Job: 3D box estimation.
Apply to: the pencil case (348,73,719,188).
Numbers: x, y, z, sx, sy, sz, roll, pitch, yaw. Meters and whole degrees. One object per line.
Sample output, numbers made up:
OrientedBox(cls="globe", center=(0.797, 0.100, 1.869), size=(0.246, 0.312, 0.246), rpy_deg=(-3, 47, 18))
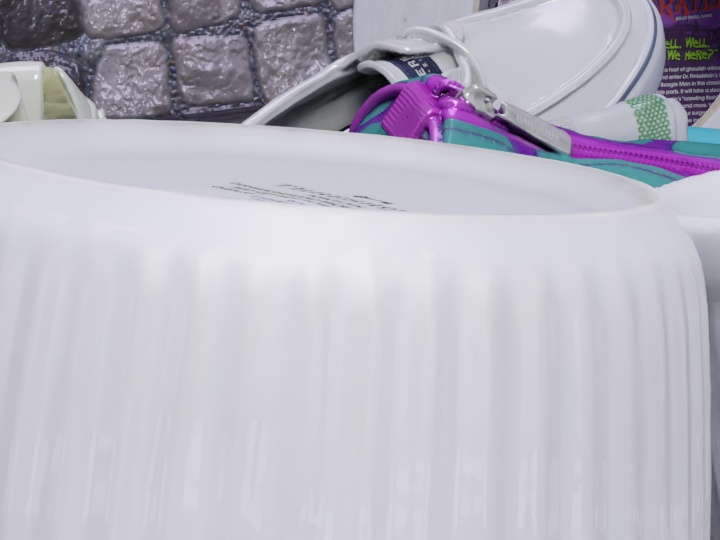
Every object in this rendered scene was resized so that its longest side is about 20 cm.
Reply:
OrientedBox(cls="pencil case", center=(0.096, -0.003, 0.821), size=(0.199, 0.093, 0.085), rpy_deg=(6, 35, -13))

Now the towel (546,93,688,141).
OrientedBox(cls="towel", center=(0.000, 0.000, 0.959), size=(0.199, 0.031, 0.149), rpy_deg=(-8, -35, -18))

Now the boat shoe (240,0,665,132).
OrientedBox(cls="boat shoe", center=(0.021, -0.049, 0.992), size=(0.200, 0.074, 0.065), rpy_deg=(-35, -29, -13))

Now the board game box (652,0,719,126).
OrientedBox(cls="board game box", center=(0.183, -0.064, 1.199), size=(0.199, 0.120, 0.032), rpy_deg=(-2, 14, -14))

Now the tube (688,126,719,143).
OrientedBox(cls="tube", center=(0.179, -0.021, 1.045), size=(0.199, 0.078, 0.051), rpy_deg=(7, 52, 7))

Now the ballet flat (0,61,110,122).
OrientedBox(cls="ballet flat", center=(-0.118, -0.041, 1.013), size=(0.071, 0.072, 0.200), rpy_deg=(-6, 11, 5))

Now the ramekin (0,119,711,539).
OrientedBox(cls="ramekin", center=(-0.015, 0.027, 0.637), size=(0.199, 0.105, 0.200), rpy_deg=(5, 9, -1))

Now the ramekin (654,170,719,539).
OrientedBox(cls="ramekin", center=(0.168, 0.020, 0.698), size=(0.200, 0.098, 0.200), rpy_deg=(-6, 6, 1))

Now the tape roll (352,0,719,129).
OrientedBox(cls="tape roll", center=(0.099, -0.095, 1.121), size=(0.200, 0.201, 0.066), rpy_deg=(-6, 3, 9))
